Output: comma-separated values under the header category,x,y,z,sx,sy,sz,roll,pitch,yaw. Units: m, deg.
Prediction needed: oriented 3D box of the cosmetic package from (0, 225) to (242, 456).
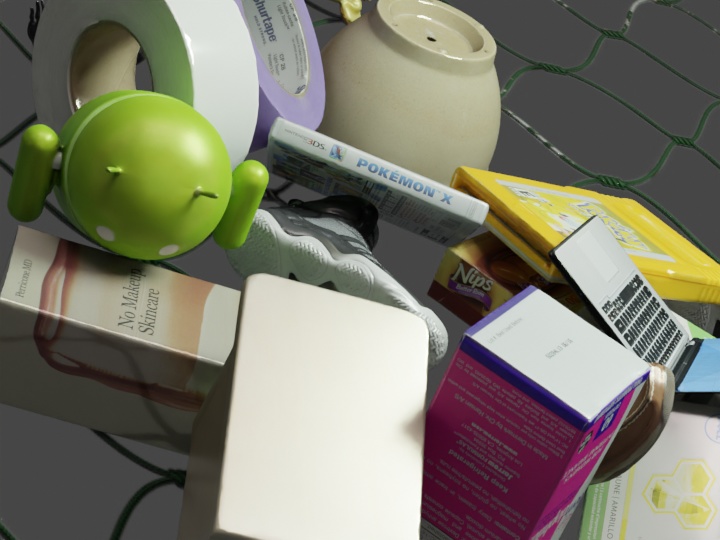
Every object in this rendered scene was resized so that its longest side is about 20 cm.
category,x,y,z,sx,sy,sz,roll,pitch,yaw
cosmetic package,-0.157,0.053,1.305,0.200,0.087,0.103,16,31,-13

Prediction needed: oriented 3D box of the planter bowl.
category,x,y,z,sx,sy,sz,roll,pitch,yaw
planter bowl,0.047,-0.173,1.761,0.200,0.135,0.200,17,31,-10

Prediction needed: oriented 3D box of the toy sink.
category,x,y,z,sx,sy,sz,roll,pitch,yaw
toy sink,-0.039,0.123,1.212,0.130,0.112,0.200,15,50,-14

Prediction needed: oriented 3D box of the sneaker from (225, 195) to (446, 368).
category,x,y,z,sx,sy,sz,roll,pitch,yaw
sneaker,0.000,0.000,1.494,0.200,0.076,0.114,31,34,18

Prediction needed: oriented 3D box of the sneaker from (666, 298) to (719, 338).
category,x,y,z,sx,sy,sz,roll,pitch,yaw
sneaker,0.374,0.055,1.679,0.114,0.076,0.200,-10,41,-40

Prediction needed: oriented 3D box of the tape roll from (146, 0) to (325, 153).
category,x,y,z,sx,sy,sz,roll,pitch,yaw
tape roll,-0.110,-0.201,1.631,0.085,0.200,0.200,-18,25,18

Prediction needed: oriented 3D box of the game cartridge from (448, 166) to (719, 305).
category,x,y,z,sx,sy,sz,roll,pitch,yaw
game cartridge,0.197,-0.030,1.593,0.200,0.032,0.176,6,23,-31

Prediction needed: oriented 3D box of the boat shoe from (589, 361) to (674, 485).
category,x,y,z,sx,sy,sz,roll,pitch,yaw
boat shoe,0.132,0.110,1.314,0.072,0.200,0.076,26,51,-30

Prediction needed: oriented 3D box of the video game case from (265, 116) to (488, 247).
category,x,y,z,sx,sy,sz,roll,pitch,yaw
video game case,0.009,-0.070,1.573,0.182,0.022,0.200,23,-5,-2

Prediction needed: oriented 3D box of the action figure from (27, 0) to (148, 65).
category,x,y,z,sx,sy,sz,roll,pitch,yaw
action figure,-0.200,-0.228,1.712,0.119,0.102,0.200,34,35,20

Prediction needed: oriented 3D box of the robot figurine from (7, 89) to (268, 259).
category,x,y,z,sx,sy,sz,roll,pitch,yaw
robot figurine,-0.157,-0.069,1.342,0.175,0.116,0.200,10,4,-17

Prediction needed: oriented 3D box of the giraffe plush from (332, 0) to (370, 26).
category,x,y,z,sx,sy,sz,roll,pitch,yaw
giraffe plush,-0.056,-0.338,1.957,0.200,0.173,0.162,33,8,37

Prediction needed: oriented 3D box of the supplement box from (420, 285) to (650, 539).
category,x,y,z,sx,sy,sz,roll,pitch,yaw
supplement box,0.092,0.129,1.247,0.103,0.200,0.101,35,33,17

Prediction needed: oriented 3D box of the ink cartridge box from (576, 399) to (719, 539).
category,x,y,z,sx,sy,sz,roll,pitch,yaw
ink cartridge box,0.257,0.171,1.325,0.200,0.048,0.146,9,67,9

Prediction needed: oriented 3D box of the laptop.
category,x,y,z,sx,sy,sz,roll,pitch,yaw
laptop,0.258,0.021,1.397,0.200,0.116,0.187,53,19,2

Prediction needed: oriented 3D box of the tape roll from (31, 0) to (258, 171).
category,x,y,z,sx,sy,sz,roll,pitch,yaw
tape roll,-0.173,-0.149,1.503,0.071,0.202,0.202,-12,45,-45

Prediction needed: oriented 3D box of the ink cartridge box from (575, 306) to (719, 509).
category,x,y,z,sx,sy,sz,roll,pitch,yaw
ink cartridge box,0.209,0.104,1.480,0.145,0.084,0.200,32,31,15

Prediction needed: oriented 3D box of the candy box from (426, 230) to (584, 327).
category,x,y,z,sx,sy,sz,roll,pitch,yaw
candy box,0.163,0.010,1.629,0.117,0.056,0.200,37,34,23
